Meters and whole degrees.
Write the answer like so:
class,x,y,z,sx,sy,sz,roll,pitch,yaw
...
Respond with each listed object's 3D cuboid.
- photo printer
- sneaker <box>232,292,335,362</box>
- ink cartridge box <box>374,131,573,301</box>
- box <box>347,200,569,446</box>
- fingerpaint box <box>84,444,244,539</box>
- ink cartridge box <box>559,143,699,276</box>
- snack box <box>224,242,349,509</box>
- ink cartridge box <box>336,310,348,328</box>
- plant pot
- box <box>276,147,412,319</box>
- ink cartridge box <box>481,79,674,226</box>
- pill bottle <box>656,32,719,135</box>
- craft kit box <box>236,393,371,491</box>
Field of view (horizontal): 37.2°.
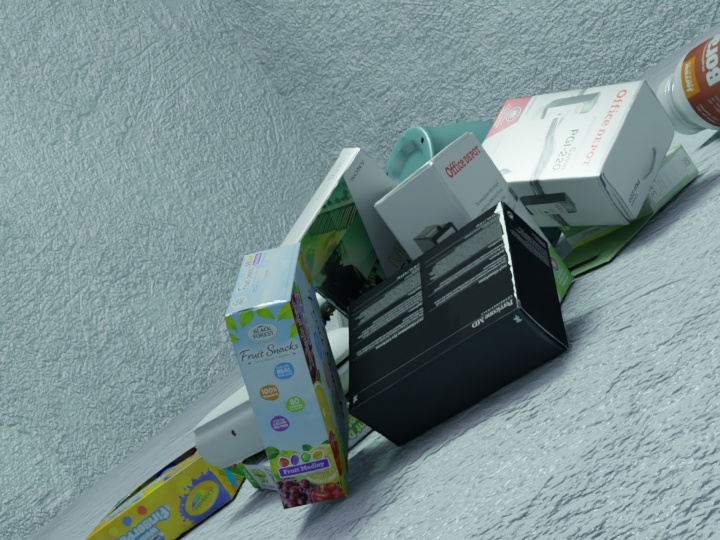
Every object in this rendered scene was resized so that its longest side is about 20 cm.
class,x,y,z,sx,sy,sz,roll,pitch,yaw
photo printer,-0.084,0.145,1.242,0.200,0.070,0.166,-33,3,44
sneaker,-0.101,0.071,1.333,0.072,0.073,0.200,-31,-5,-45
ink cartridge box,0.123,-0.030,1.121,0.084,0.200,0.145,-34,4,29
box,0.083,0.052,0.996,0.200,0.079,0.142,-34,33,28
fingerpaint box,-0.255,0.307,1.435,0.200,0.073,0.167,-36,3,7
ink cartridge box,0.282,-0.059,1.236,0.200,0.048,0.145,-36,3,-33
snack box,-0.065,0.095,1.022,0.067,0.201,0.169,-12,18,4
ink cartridge box,0.000,0.000,1.378,0.084,0.201,0.146,-13,6,-3
plant pot,0.139,-0.107,1.387,0.187,0.201,0.200,9,-19,-25
box,0.018,-0.014,1.152,0.036,0.200,0.145,6,59,57
ink cartridge box,0.233,-0.127,1.212,0.199,0.085,0.146,2,54,46
pill bottle,0.463,-0.241,1.322,0.112,0.112,0.200,-38,3,-28
craft kit box,-0.039,0.181,1.249,0.200,0.049,0.197,-38,6,-20
